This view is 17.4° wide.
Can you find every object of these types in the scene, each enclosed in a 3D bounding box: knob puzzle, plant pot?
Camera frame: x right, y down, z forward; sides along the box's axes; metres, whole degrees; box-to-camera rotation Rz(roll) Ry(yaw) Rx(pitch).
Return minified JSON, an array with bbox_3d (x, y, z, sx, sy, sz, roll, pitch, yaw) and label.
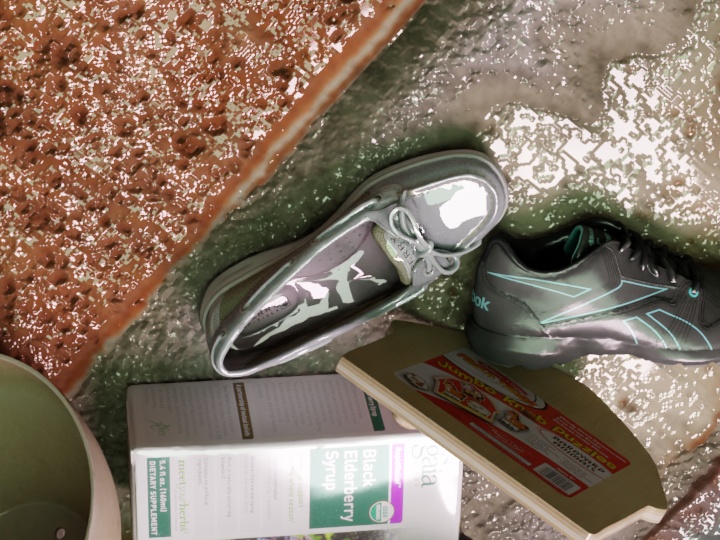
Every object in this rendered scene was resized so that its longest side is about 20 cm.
[{"bbox_3d":[0.092,0.095,1.380,0.219,0.220,0.031,21,110,-18],"label":"knob puzzle"},{"bbox_3d":[-0.220,0.162,1.374,0.200,0.201,0.134,-30,152,6],"label":"plant pot"}]

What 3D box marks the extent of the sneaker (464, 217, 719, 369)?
[{"bbox_3d":[0.163,0.012,1.409,0.199,0.075,0.080,-3,114,-8],"label":"sneaker"}]

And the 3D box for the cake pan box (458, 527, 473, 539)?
[{"bbox_3d":[-0.014,0.217,1.418,0.199,0.184,0.052,-13,117,-2],"label":"cake pan box"}]

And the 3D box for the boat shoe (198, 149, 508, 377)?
[{"bbox_3d":[-0.001,-0.001,1.379,0.202,0.065,0.075,-26,117,4],"label":"boat shoe"}]

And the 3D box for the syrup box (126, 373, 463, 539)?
[{"bbox_3d":[-0.040,0.116,1.422,0.199,0.081,0.079,-2,117,-7],"label":"syrup box"}]
